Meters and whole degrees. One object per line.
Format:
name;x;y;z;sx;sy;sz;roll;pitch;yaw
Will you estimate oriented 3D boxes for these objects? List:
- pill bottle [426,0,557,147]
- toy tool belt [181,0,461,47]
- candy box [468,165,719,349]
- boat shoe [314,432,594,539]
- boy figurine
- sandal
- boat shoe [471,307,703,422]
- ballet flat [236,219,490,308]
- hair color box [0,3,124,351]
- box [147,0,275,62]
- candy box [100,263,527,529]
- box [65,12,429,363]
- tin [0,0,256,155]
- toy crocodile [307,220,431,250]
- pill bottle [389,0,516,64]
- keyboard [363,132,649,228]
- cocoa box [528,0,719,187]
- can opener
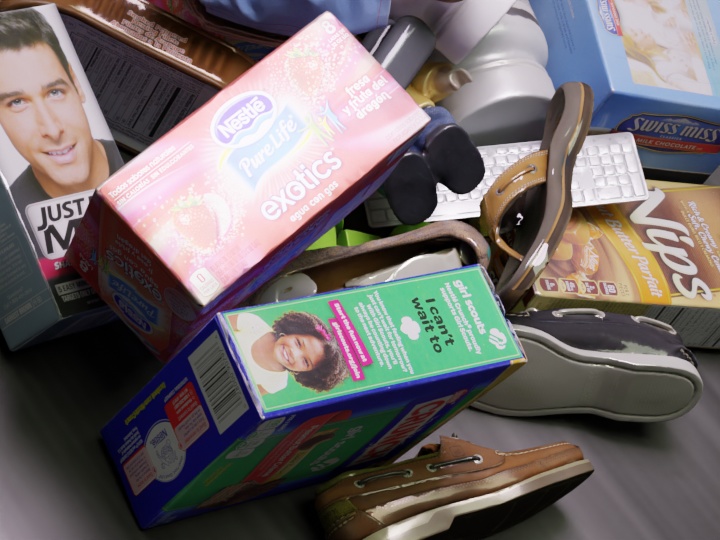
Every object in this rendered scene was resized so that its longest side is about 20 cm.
pill bottle;0.068;-0.177;1.842;0.113;0.113;0.200;-1;56;-31
toy tool belt;-0.021;-0.194;1.620;0.200;0.125;0.123;7;14;5
candy box;0.184;-0.008;1.817;0.200;0.055;0.115;3;52;-27
boat shoe;0.062;0.134;1.621;0.200;0.072;0.068;-15;65;-38
boy figurine;0.016;-0.109;1.744;0.124;0.064;0.200;-31;38;-4
sandal;0.111;-0.053;1.713;0.055;0.082;0.200;23;58;-7
boat shoe;0.134;0.055;1.727;0.200;0.074;0.060;5;39;-15
ballet flat;-0.010;0.014;1.619;0.200;0.067;0.068;-22;100;-7
hair color box;-0.204;-0.060;1.588;0.099;0.061;0.200;-17;79;-46
box;-0.107;-0.242;1.800;0.095;0.103;0.200;0;57;-32
candy box;-0.029;0.075;1.546;0.200;0.169;0.077;-13;70;-36
box;-0.068;-0.050;1.536;0.095;0.103;0.200;47;62;5
tin;-0.152;-0.127;1.678;0.200;0.112;0.042;26;56;-9
toy crocodile;0.000;0.000;1.707;0.200;0.062;0.068;16;50;-25
pill bottle;0.018;-0.236;1.727;0.200;0.111;0.111;41;45;-3
keyboard;0.099;-0.063;1.770;0.200;0.011;0.056;-6;55;-10
cocoa box;0.188;-0.161;1.888;0.133;0.131;0.200;7;52;-26
can opener;-0.030;-0.097;1.653;0.067;0.053;0.200;45;66;-26
